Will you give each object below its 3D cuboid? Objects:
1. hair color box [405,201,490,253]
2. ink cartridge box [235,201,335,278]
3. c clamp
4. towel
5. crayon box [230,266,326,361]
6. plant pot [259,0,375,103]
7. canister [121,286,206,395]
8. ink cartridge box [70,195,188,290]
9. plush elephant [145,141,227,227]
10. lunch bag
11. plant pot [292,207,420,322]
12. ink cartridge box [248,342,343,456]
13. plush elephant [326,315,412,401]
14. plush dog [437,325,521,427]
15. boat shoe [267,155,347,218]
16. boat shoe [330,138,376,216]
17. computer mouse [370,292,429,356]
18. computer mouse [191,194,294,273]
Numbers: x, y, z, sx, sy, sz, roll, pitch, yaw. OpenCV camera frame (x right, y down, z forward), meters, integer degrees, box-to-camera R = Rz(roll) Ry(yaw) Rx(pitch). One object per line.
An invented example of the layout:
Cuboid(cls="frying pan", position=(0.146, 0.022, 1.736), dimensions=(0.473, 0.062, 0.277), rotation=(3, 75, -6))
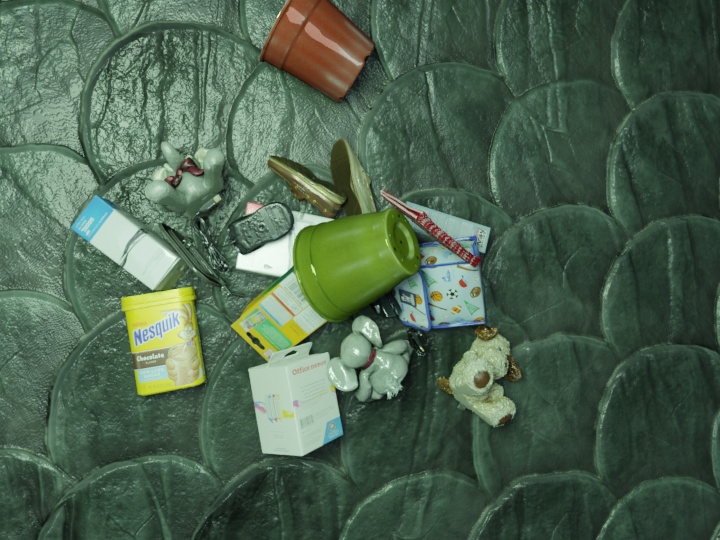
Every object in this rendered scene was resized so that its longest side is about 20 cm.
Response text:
Cuboid(cls="hair color box", position=(0.179, -0.089, 1.206), dimensions=(0.197, 0.099, 0.062), rotation=(17, 84, -6))
Cuboid(cls="ink cartridge box", position=(-0.158, -0.055, 1.167), dimensions=(0.196, 0.083, 0.149), rotation=(10, 85, -7))
Cuboid(cls="c clamp", position=(-0.340, -0.017, 1.124), dimensions=(0.027, 0.171, 0.200), rotation=(-43, 79, 1))
Cuboid(cls="towel", position=(0.135, -0.082, 1.029), dimensions=(0.199, 0.145, 0.023), rotation=(33, 96, -37))
Cuboid(cls="crayon box", position=(-0.162, 0.093, 1.135), dimensions=(0.199, 0.052, 0.126), rotation=(-38, 106, 22))
Cuboid(cls="plant pot", position=(-0.084, -0.481, 1.155), dimensions=(0.194, 0.201, 0.203), rotation=(32, 83, -13))
Cuboid(cls="canister", position=(-0.408, 0.146, 1.124), dimensions=(0.146, 0.087, 0.204), rotation=(-9, 90, -8))
Cuboid(cls="ink cartridge box", position=(-0.459, -0.050, 1.096), dimensions=(0.199, 0.145, 0.085), rotation=(38, 85, -4))
Cuboid(cls="plush elephant", position=(-0.360, -0.196, 1.113), dimensions=(0.164, 0.201, 0.155), rotation=(-36, 69, -9))
Cuboid(cls="lunch bag", position=(0.163, 0.033, 1.158), dimensions=(0.196, 0.124, 0.172), rotation=(-5, 120, 15))
Cuboid(cls="plant pot", position=(0.006, -0.025, 1.029), dimensions=(0.191, 0.200, 0.203), rotation=(-21, 90, 29))
Cuboid(cls="ink cartridge box", position=(-0.136, 0.260, 1.111), dimensions=(0.128, 0.124, 0.204), rotation=(-7, 86, -51))
Cuboid(cls="plush elephant", position=(0.016, 0.187, 1.130), dimensions=(0.155, 0.200, 0.165), rotation=(42, 90, -1))
Cuboid(cls="plush dog", position=(0.276, 0.220, 1.202), dimensions=(0.172, 0.159, 0.201), rotation=(-48, 122, -21))
Cuboid(cls="boat shoe", position=(-0.127, -0.185, 1.183), dimensions=(0.198, 0.072, 0.068), rotation=(33, 111, 5))
Cuboid(cls="boat shoe", position=(-0.012, -0.197, 1.209), dimensions=(0.064, 0.072, 0.203), rotation=(-12, 83, -44))
Cuboid(cls="computer mouse", position=(0.082, 0.101, 1.146), dimensions=(0.058, 0.034, 0.200), rotation=(-20, 58, -42))
Cuboid(cls="computer mouse", position=(-0.242, -0.101, 1.094), dimensions=(0.198, 0.046, 0.142), rotation=(-32, 100, 2))
